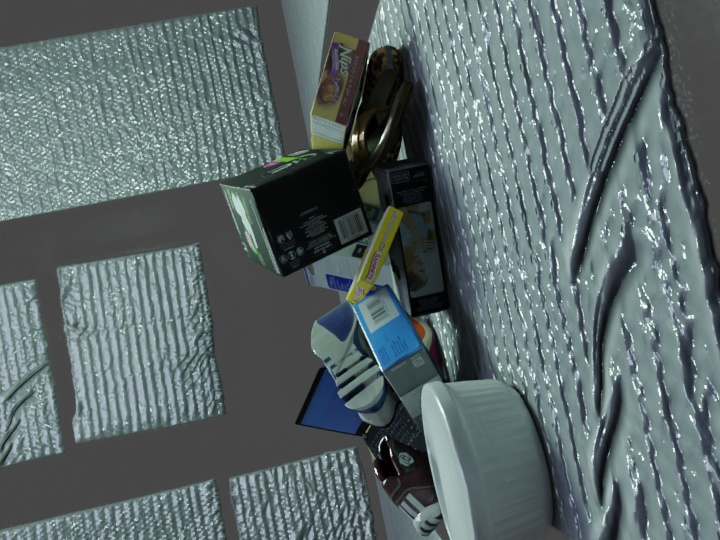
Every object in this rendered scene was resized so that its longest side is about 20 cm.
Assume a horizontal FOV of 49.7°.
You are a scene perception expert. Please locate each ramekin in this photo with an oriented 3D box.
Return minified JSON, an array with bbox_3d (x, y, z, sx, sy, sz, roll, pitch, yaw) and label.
[{"bbox_3d":[0.134,0.212,0.834,0.202,0.092,0.208,168,90,-83],"label":"ramekin"}]

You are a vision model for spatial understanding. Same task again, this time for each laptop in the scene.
[{"bbox_3d":[0.009,0.251,1.162,0.202,0.101,0.179,55,145,24],"label":"laptop"}]

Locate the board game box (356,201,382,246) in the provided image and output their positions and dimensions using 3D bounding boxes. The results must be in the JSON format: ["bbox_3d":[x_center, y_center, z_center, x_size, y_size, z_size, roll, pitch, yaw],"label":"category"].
[{"bbox_3d":[0.022,-0.034,1.268,0.202,0.131,0.035,88,-158,-58],"label":"board game box"}]

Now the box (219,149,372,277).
[{"bbox_3d":[-0.096,-0.089,1.097,0.199,0.146,0.127,21,134,66],"label":"box"}]

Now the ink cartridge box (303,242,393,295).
[{"bbox_3d":[0.000,0.000,1.256,0.101,0.195,0.040,80,-152,-50],"label":"ink cartridge box"}]

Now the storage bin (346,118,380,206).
[{"bbox_3d":[0.013,-0.129,1.349,0.202,0.091,0.203,90,168,-59],"label":"storage bin"}]

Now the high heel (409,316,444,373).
[{"bbox_3d":[0.101,0.165,1.214,0.203,0.066,0.097,-100,-10,-49],"label":"high heel"}]

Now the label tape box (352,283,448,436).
[{"bbox_3d":[0.074,0.138,1.034,0.202,0.062,0.145,58,-177,-35],"label":"label tape box"}]

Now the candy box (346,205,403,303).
[{"bbox_3d":[0.016,-0.015,1.053,0.200,0.026,0.104,121,174,-80],"label":"candy box"}]

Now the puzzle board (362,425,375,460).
[{"bbox_3d":[0.037,0.203,1.206,0.154,0.017,0.200,64,147,12],"label":"puzzle board"}]

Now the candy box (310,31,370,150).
[{"bbox_3d":[-0.031,-0.240,1.102,0.200,0.055,0.120,128,158,-83],"label":"candy box"}]

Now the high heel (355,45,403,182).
[{"bbox_3d":[0.031,-0.214,1.108,0.143,0.069,0.206,-101,10,-74],"label":"high heel"}]

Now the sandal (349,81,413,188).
[{"bbox_3d":[0.011,-0.182,1.058,0.200,0.054,0.083,-45,21,56],"label":"sandal"}]

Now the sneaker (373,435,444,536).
[{"bbox_3d":[0.082,0.241,1.004,0.076,0.115,0.200,-56,-9,24],"label":"sneaker"}]

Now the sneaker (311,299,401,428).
[{"bbox_3d":[0.000,0.146,1.071,0.116,0.079,0.201,59,-177,-40],"label":"sneaker"}]

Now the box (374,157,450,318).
[{"bbox_3d":[0.072,-0.049,1.097,0.117,0.058,0.206,-130,30,-76],"label":"box"}]
